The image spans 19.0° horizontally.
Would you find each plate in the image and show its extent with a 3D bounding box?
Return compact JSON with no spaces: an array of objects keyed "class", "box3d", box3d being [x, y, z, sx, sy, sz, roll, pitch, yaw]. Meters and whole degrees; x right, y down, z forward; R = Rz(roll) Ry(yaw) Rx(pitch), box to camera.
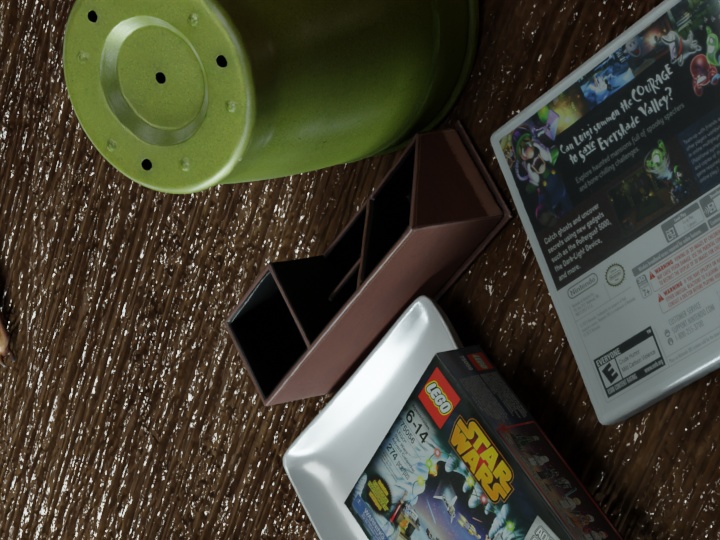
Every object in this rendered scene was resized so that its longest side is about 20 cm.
[{"class":"plate","box3d":[0.046,0.147,1.324,0.200,0.032,0.200,-51,58,43]}]

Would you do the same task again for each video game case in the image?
[{"class":"video game case","box3d":[0.163,-0.036,1.152,0.200,0.023,0.183,-37,69,49]}]

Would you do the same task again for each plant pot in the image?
[{"class":"plant pot","box3d":[-0.065,-0.133,1.232,0.199,0.193,0.202,13,117,29]}]

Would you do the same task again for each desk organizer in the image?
[{"class":"desk organizer","box3d":[0.000,0.000,1.317,0.200,0.077,0.072,-51,59,43]}]

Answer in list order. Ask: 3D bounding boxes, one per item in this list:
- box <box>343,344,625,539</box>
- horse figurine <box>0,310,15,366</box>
[{"class":"box","box3d":[0.080,0.162,1.230,0.200,0.040,0.137,53,132,29]},{"class":"horse figurine","box3d":[-0.339,-0.028,1.751,0.132,0.050,0.201,7,96,38]}]
